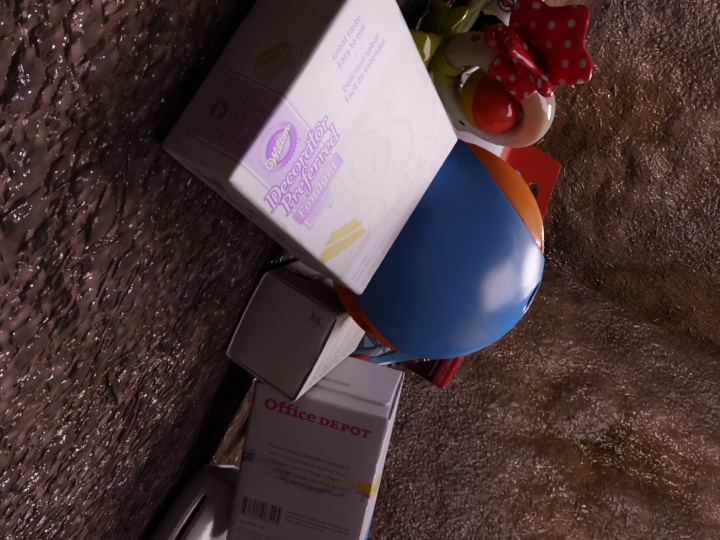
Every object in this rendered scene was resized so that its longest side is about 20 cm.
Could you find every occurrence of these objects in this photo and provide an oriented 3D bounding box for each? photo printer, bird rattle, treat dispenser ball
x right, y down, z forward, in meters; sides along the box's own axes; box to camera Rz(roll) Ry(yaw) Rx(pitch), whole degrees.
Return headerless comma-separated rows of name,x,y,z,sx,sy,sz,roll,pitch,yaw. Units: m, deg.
photo printer,-0.189,0.313,0.849,0.167,0.069,0.200,-58,169,-12
bird rattle,0.128,-0.185,0.673,0.113,0.198,0.163,-61,142,-21
treat dispenser ball,0.068,-0.020,0.658,0.202,0.200,0.201,-56,168,-18

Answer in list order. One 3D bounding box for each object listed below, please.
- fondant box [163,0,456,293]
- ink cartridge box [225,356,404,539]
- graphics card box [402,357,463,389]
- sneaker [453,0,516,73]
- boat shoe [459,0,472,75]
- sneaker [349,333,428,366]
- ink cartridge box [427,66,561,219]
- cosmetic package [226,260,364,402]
fondant box,-0.017,-0.085,0.468,0.145,0.058,0.200,-58,151,-6
ink cartridge box,-0.046,0.209,0.798,0.146,0.145,0.202,-47,150,-75
graphics card box,0.069,0.068,1.044,0.126,0.199,0.051,-60,170,10
sneaker,0.159,-0.283,0.727,0.201,0.074,0.089,-55,-167,26
boat shoe,0.146,-0.279,0.827,0.075,0.074,0.203,-50,165,-41
sneaker,0.033,0.084,0.985,0.079,0.198,0.097,140,-58,-80
ink cartridge box,0.133,-0.122,0.799,0.164,0.199,0.057,-64,-177,-26
cosmetic package,-0.048,0.048,0.761,0.104,0.087,0.200,-61,170,14
